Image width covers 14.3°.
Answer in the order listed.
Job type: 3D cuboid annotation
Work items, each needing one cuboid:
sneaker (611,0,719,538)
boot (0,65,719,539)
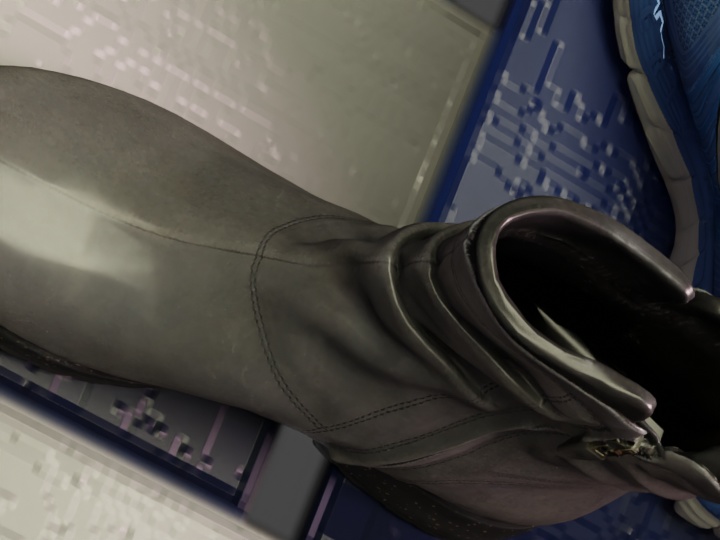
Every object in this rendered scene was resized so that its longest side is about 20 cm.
[{"bbox_3d":[0.118,-0.033,0.724,0.078,0.089,0.200,0,82,-29],"label":"sneaker"},{"bbox_3d":[0.000,0.000,0.632,0.200,0.132,0.070,23,73,-23],"label":"boot"}]
